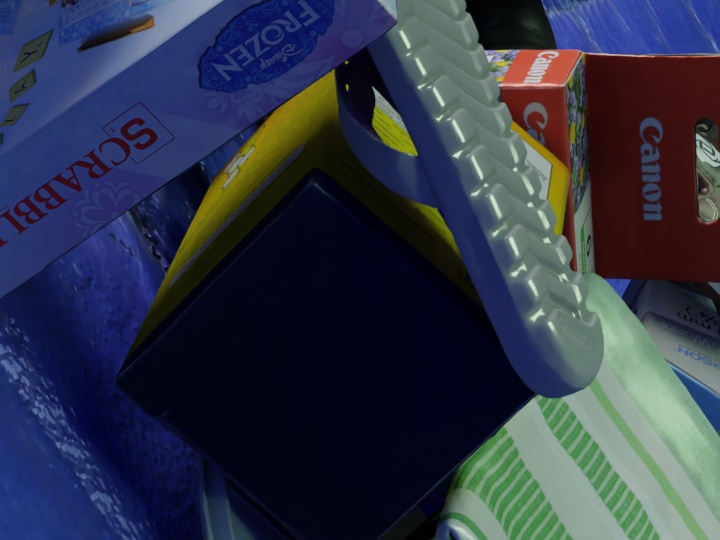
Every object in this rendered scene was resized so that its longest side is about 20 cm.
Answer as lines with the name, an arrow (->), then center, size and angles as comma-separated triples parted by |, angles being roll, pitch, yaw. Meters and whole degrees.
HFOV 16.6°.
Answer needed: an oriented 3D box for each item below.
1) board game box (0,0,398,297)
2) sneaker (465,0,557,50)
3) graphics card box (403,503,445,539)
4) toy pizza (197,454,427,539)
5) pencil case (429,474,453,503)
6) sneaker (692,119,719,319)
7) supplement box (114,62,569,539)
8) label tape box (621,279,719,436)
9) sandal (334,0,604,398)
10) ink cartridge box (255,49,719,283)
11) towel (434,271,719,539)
board game box -> -0.081, -0.089, 0.801 | 0.041, 0.199, 0.200 | 46, 23, -28
sneaker -> 0.072, -0.084, 1.263 | 0.200, 0.076, 0.091 | 100, -11, -60
graphics card box -> 0.084, 0.130, 0.959 | 0.126, 0.051, 0.200 | 60, 34, -1
toy pizza -> -0.005, 0.137, 0.920 | 0.200, 0.032, 0.200 | 49, 22, -28
pencil case -> 0.066, 0.014, 1.126 | 0.092, 0.085, 0.201 | 14, 57, -10
sneaker -> 0.149, -0.058, 1.164 | 0.115, 0.076, 0.200 | 39, 16, -24
supplement box -> 0.000, 0.000, 0.921 | 0.109, 0.110, 0.200 | 41, 23, -10
label tape box -> 0.131, 0.091, 1.147 | 0.063, 0.145, 0.200 | 23, 23, -1
sandal -> 0.018, -0.047, 0.823 | 0.082, 0.050, 0.203 | 6, 59, -66
ink cartridge box -> 0.060, -0.035, 1.036 | 0.050, 0.199, 0.109 | -57, 145, -62
towel -> 0.101, 0.103, 0.936 | 0.153, 0.023, 0.200 | 54, 34, -9
